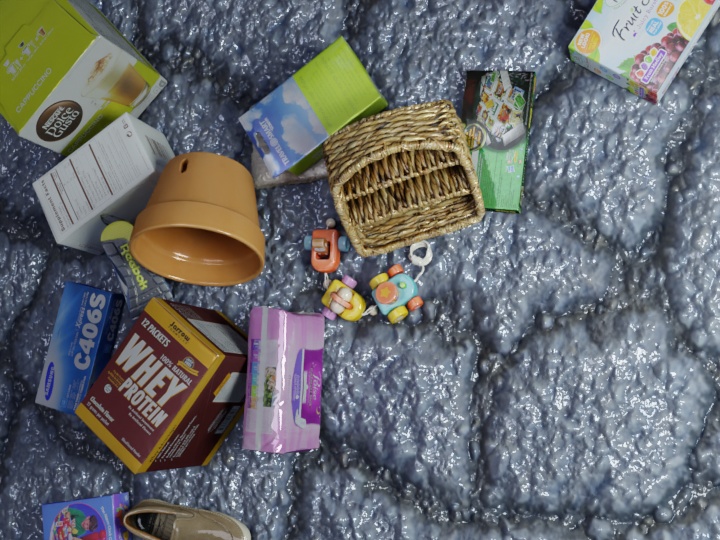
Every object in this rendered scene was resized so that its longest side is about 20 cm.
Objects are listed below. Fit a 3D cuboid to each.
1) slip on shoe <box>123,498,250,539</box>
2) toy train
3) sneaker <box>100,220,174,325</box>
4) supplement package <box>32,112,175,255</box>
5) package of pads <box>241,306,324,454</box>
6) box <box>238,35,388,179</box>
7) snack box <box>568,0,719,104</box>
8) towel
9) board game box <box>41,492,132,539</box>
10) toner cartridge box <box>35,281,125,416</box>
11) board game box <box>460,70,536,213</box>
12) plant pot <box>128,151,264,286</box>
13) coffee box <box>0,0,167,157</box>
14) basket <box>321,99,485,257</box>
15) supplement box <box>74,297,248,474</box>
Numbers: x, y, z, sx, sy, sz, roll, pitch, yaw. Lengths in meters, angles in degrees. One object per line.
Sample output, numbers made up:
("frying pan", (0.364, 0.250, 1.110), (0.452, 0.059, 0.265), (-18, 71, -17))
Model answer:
("slip on shoe", (-0.260, 0.387, 1.290), (0.197, 0.060, 0.077), (14, 86, 20))
("toy train", (0.000, 0.000, 1.264), (0.196, 0.056, 0.153), (6, 84, 20))
("sneaker", (-0.346, 0.019, 1.375), (0.073, 0.082, 0.203), (-21, 93, -14))
("supplement package", (-0.396, -0.134, 1.385), (0.198, 0.117, 0.118), (-34, 73, 11))
("package of pads", (-0.107, 0.154, 1.236), (0.075, 0.120, 0.204), (-1, 84, 30))
("box", (-0.071, -0.236, 1.292), (0.199, 0.048, 0.123), (-36, 73, 11))
("snack box", (0.397, -0.351, 1.185), (0.141, 0.053, 0.202), (33, 93, 21))
("towel", (-0.081, -0.201, 1.333), (0.196, 0.034, 0.135), (-7, 79, 18))
("board game box", (-0.419, 0.455, 1.341), (0.132, 0.045, 0.204), (-11, 79, 17))
("toner cartridge box", (-0.453, 0.126, 1.404), (0.093, 0.043, 0.204), (11, 86, 21))
("board game box", (0.190, -0.186, 1.246), (0.103, 0.023, 0.204), (6, 84, 18))
("plant pot", (-0.235, -0.081, 1.295), (0.196, 0.200, 0.142), (-5, 64, 17))
("coffee box", (-0.479, -0.324, 1.399), (0.200, 0.197, 0.200), (-47, 71, 7))
("basket", (0.057, -0.126, 1.187), (0.197, 0.143, 0.152), (-15, 72, 12))
("supplement box", (-0.258, 0.167, 1.249), (0.132, 0.200, 0.199), (37, 94, 20))
